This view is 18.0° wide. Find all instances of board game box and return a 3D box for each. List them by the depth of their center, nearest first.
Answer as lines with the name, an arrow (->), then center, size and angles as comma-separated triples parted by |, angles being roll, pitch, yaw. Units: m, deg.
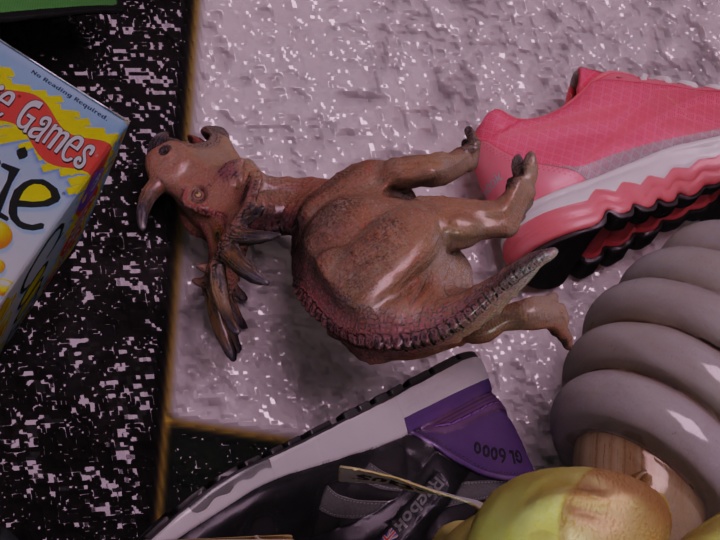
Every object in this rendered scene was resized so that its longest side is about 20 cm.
board game box -> -0.187, 0.011, 0.858 | 0.103, 0.105, 0.200 | 31, 57, -2

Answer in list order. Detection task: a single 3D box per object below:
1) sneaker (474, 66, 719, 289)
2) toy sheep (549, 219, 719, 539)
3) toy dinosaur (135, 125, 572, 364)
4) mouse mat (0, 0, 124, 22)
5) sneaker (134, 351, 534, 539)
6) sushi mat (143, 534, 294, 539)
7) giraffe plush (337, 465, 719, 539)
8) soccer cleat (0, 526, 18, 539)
sneaker -> 0.138, -0.064, 1.042 | 0.199, 0.074, 0.087 | -19, 69, -28
toy sheep -> 0.153, 0.049, 0.954 | 0.138, 0.138, 0.200 | 36, 60, 1
toy dinosaur -> 0.000, 0.000, 0.916 | 0.135, 0.086, 0.200 | -15, 24, -24
mouse mat -> -0.194, -0.141, 0.912 | 0.160, 0.008, 0.200 | 32, 17, 11
sneaker -> -0.008, 0.108, 0.894 | 0.199, 0.076, 0.088 | -25, 80, -30
sushi mat -> -0.125, 0.134, 0.823 | 0.199, 0.096, 0.012 | 1, 35, -20
giraffe plush -> 0.073, 0.165, 0.799 | 0.199, 0.173, 0.163 | 6, 74, 18
soccer cleat -> -0.181, 0.046, 0.735 | 0.199, 0.068, 0.081 | 30, 54, 6
